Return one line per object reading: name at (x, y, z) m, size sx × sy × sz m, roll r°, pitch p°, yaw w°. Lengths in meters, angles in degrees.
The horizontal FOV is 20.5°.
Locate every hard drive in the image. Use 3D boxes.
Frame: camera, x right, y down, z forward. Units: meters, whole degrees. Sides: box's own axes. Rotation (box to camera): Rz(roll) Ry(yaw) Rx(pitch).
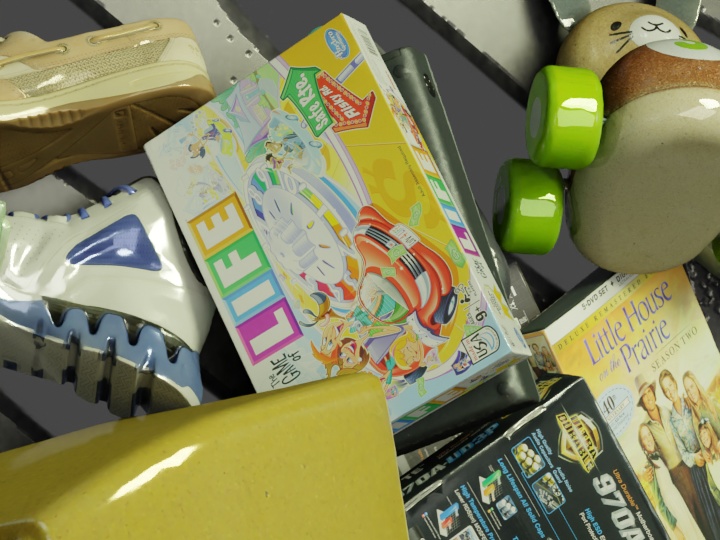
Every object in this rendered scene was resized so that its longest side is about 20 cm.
hard drive at (0.000, 0.000, 1.071) m, size 0.139 × 0.033 × 0.201 m, roll -22°, pitch 76°, yaw 19°

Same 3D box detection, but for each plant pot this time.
plant pot at (-0.108, 0.164, 0.927) m, size 0.199 × 0.195 × 0.196 m, roll -4°, pitch 82°, yaw -52°

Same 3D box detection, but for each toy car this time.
toy car at (0.163, -0.115, 1.143) m, size 0.163 × 0.158 × 0.201 m, roll 4°, pitch 56°, yaw -10°

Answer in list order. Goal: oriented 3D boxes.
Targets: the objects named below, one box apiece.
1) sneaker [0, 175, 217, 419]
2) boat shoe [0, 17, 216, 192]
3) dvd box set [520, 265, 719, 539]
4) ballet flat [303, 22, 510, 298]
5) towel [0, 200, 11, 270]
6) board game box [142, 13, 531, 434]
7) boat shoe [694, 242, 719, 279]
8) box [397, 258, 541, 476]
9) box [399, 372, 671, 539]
sneaker at (-0.160, -0.003, 1.076) m, size 0.198 × 0.081 × 0.116 m, roll 25°, pitch 57°, yaw -1°
boat shoe at (-0.180, -0.090, 1.072) m, size 0.199 × 0.071 × 0.065 m, roll -11°, pitch 60°, yaw -14°
dvd box set at (0.176, 0.095, 1.182) m, size 0.146 × 0.029 × 0.201 m, roll -33°, pitch 103°, yaw -44°
ballet flat at (0.028, -0.051, 1.131) m, size 0.073 × 0.073 × 0.201 m, roll -24°, pitch 71°, yaw -16°
towel at (-0.268, 0.038, 1.014) m, size 0.152 × 0.023 × 0.201 m, roll 19°, pitch 98°, yaw 14°
board game box at (-0.015, -0.012, 1.034) m, size 0.134 × 0.034 × 0.201 m, roll -32°, pitch 73°, yaw 17°
boat shoe at (0.271, -0.004, 1.221) m, size 0.200 × 0.070 × 0.072 m, roll 37°, pitch 86°, yaw -13°
box at (0.059, 0.117, 1.164) m, size 0.158 × 0.048 × 0.201 m, roll -29°, pitch 100°, yaw -15°
box at (0.098, 0.182, 1.081) m, size 0.159 × 0.046 × 0.201 m, roll -34°, pitch 101°, yaw -19°
